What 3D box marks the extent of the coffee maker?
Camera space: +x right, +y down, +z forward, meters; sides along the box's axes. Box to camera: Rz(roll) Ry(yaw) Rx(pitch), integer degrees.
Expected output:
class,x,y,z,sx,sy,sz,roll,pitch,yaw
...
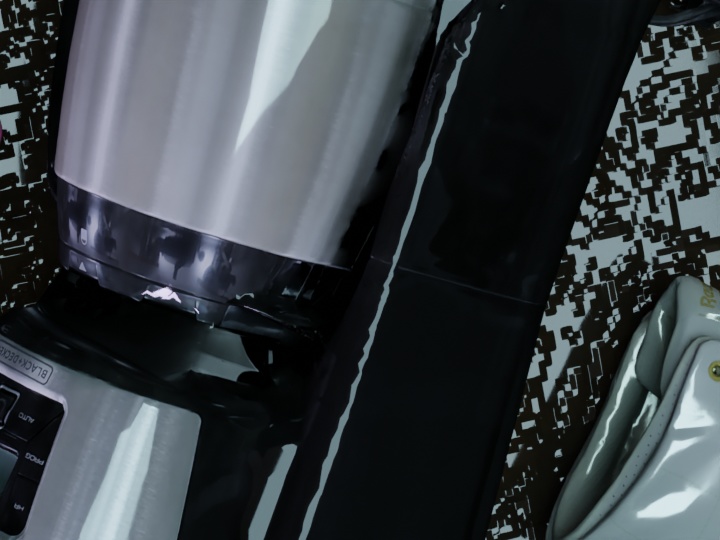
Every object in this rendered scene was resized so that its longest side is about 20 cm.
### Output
class,x,y,z,sx,sy,sz,roll,pitch,yaw
coffee maker,0.000,0.000,0.737,0.191,0.135,0.201,15,95,-16

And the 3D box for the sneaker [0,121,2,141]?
class,x,y,z,sx,sy,sz,roll,pitch,yaw
sneaker,-0.168,0.033,0.746,0.087,0.074,0.201,26,88,-9

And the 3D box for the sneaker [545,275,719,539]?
class,x,y,z,sx,sy,sz,roll,pitch,yaw
sneaker,0.139,0.028,0.797,0.115,0.074,0.200,42,89,-14
